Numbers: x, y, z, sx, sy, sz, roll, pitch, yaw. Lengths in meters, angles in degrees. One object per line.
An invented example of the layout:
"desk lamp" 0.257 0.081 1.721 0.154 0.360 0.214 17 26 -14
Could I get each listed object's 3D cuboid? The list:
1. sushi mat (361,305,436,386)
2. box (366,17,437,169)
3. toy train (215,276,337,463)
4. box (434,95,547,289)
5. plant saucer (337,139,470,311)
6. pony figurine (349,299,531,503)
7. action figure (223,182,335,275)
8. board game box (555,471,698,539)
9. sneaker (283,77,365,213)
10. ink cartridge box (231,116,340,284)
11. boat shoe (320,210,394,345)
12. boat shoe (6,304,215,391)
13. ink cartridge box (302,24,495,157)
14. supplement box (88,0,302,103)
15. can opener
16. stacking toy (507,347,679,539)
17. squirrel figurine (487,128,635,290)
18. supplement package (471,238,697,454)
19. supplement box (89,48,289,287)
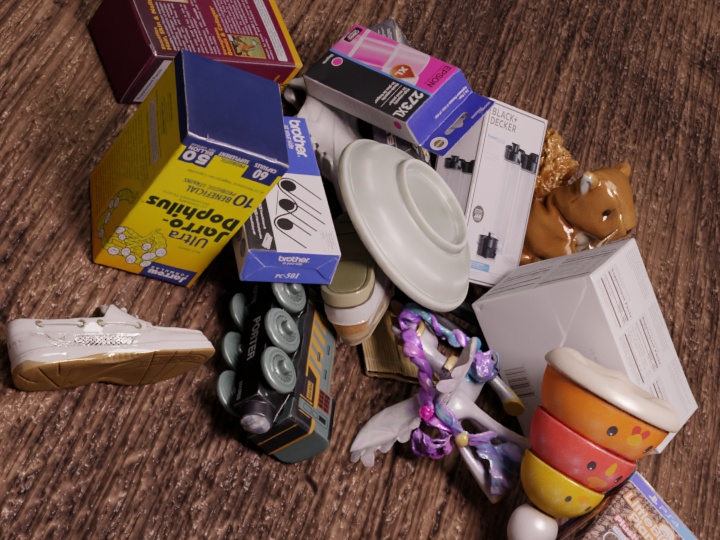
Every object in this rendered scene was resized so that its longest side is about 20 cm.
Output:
"sushi mat" 0.028 0.032 1.717 0.095 0.012 0.201 14 49 -32
"box" 0.062 -0.163 1.830 0.161 0.049 0.201 51 26 -50
"toy train" -0.073 0.089 1.535 0.114 0.085 0.201 43 33 -30
"box" 0.134 -0.085 1.769 0.116 0.060 0.202 15 86 -48
"plant saucer" 0.059 -0.056 1.623 0.200 0.050 0.201 41 31 -31
"pony figurine" 0.089 0.134 1.597 0.200 0.166 0.193 46 24 -13
"action figure" -0.084 -0.062 1.661 0.130 0.069 0.200 40 37 2
"board game box" 0.208 0.311 1.522 0.097 0.159 0.200 48 39 4
"sneaker" -0.035 -0.136 1.777 0.086 0.075 0.201 0 51 -23
"ink cartridge box" -0.086 -0.074 1.577 0.093 0.044 0.201 3 45 -20
"boat shoe" 0.000 0.000 1.625 0.074 0.069 0.200 1 31 15
"boat shoe" -0.223 0.061 1.435 0.199 0.071 0.070 0 59 -39
"ink cartridge box" 0.040 -0.197 1.731 0.199 0.037 0.095 29 63 31
"supplement box" -0.176 -0.243 1.719 0.199 0.086 0.111 -2 59 -41
"can opener" 0.096 0.050 1.713 0.200 0.063 0.079 36 11 -33
"stacking toy" 0.205 0.190 1.548 0.145 0.201 0.146 27 5 -3
"squirrel figurine" 0.221 -0.073 1.834 0.141 0.187 0.201 -11 64 -45
"supplement package" 0.238 0.091 1.688 0.111 0.155 0.201 -34 105 -49
"supplement box" -0.166 -0.092 1.512 0.108 0.200 0.110 16 47 -29
